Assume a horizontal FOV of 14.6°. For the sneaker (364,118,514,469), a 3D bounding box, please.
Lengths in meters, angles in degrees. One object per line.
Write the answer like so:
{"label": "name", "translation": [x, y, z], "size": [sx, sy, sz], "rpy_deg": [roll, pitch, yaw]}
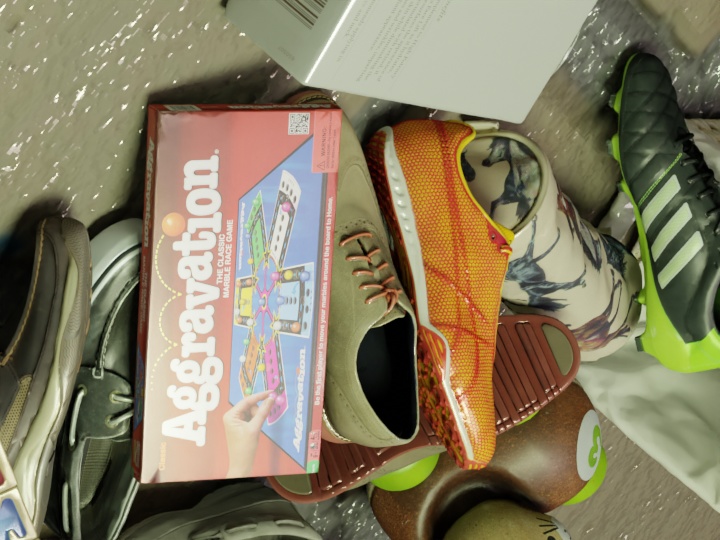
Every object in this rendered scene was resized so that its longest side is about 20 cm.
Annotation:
{"label": "sneaker", "translation": [0.056, 0.012, 1.570], "size": [0.077, 0.200, 0.073], "rpy_deg": [-10, 180, -14]}

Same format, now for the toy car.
{"label": "toy car", "translation": [0.105, 0.172, 1.765], "size": [0.158, 0.200, 0.164], "rpy_deg": [-31, 147, 5]}

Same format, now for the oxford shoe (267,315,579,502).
{"label": "oxford shoe", "translation": [0.037, 0.079, 1.689], "size": [0.200, 0.071, 0.075], "rpy_deg": [-21, 174, 5]}

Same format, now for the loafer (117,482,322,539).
{"label": "loafer", "translation": [-0.093, 0.177, 1.642], "size": [0.200, 0.070, 0.070], "rpy_deg": [-27, 136, -53]}

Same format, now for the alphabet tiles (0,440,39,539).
{"label": "alphabet tiles", "translation": [-0.237, 0.167, 1.401], "size": [0.166, 0.006, 0.200], "rpy_deg": [-23, 120, -10]}

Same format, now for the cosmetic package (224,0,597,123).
{"label": "cosmetic package", "translation": [0.033, -0.145, 1.472], "size": [0.200, 0.074, 0.102], "rpy_deg": [6, 121, -54]}

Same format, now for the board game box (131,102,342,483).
{"label": "board game box", "translation": [-0.066, 0.012, 1.473], "size": [0.103, 0.019, 0.200], "rpy_deg": [-2, 105, -21]}

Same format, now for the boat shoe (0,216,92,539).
{"label": "boat shoe", "translation": [-0.186, 0.067, 1.434], "size": [0.074, 0.073, 0.200], "rpy_deg": [-111, -145, -83]}

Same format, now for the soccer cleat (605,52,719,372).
{"label": "soccer cleat", "translation": [0.202, -0.037, 1.713], "size": [0.068, 0.081, 0.200], "rpy_deg": [-27, 110, -61]}

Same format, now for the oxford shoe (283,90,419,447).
{"label": "oxford shoe", "translation": [0.000, 0.000, 1.524], "size": [0.070, 0.075, 0.200], "rpy_deg": [-22, 107, -33]}

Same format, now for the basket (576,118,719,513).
{"label": "basket", "translation": [0.263, 0.027, 1.812], "size": [0.161, 0.200, 0.198], "rpy_deg": [-8, 132, -48]}

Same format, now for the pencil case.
{"label": "pencil case", "translation": [0.106, -0.018, 1.692], "size": [0.078, 0.090, 0.200], "rpy_deg": [-16, 153, 19]}

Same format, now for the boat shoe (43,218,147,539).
{"label": "boat shoe", "translation": [-0.130, 0.067, 1.512], "size": [0.072, 0.071, 0.200], "rpy_deg": [-15, 134, -39]}
